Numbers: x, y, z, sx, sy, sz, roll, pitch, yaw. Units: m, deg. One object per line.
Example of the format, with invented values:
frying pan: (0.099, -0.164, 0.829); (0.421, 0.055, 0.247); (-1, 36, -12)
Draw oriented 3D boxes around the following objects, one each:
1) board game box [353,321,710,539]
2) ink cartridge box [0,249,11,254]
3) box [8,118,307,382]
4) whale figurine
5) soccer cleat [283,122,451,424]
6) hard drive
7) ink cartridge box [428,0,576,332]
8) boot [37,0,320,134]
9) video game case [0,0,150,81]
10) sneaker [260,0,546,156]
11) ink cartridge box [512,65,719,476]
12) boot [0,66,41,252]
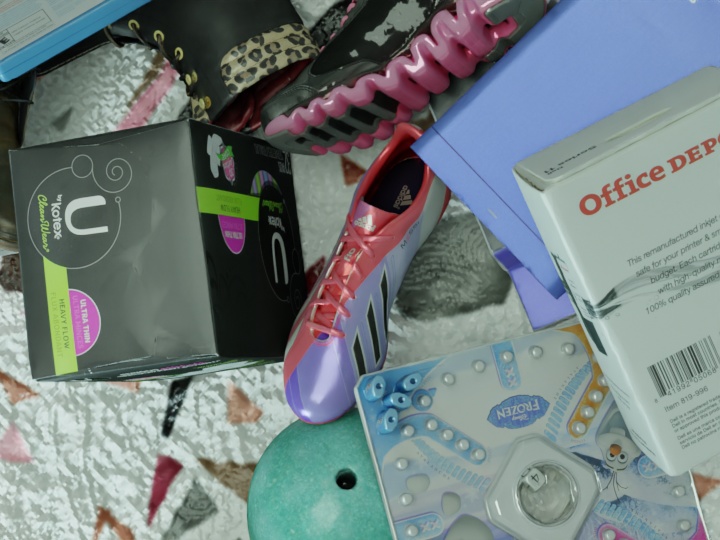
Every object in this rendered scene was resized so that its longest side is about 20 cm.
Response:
board game box: (0.115, 0.138, 1.524); (0.200, 0.026, 0.200); (-13, 83, -17)
ink cartridge box: (-0.317, -0.078, 1.659); (0.200, 0.095, 0.037); (39, 108, 13)
box: (-0.122, -0.008, 1.556); (0.124, 0.200, 0.149); (-9, 86, 15)
whale figurine: (0.027, 0.155, 1.552); (0.200, 0.104, 0.159); (12, 67, 6)
soccer cleat: (0.000, 0.000, 1.554); (0.067, 0.076, 0.200); (19, 69, 22)
hard drive: (0.148, -0.098, 1.519); (0.200, 0.025, 0.132); (-44, 88, 6)
ink cartridge box: (0.156, -0.089, 1.564); (0.198, 0.043, 0.200); (-25, 83, 13)
boot: (-0.128, -0.150, 1.623); (0.200, 0.073, 0.151); (-31, 70, 6)
video game case: (-0.208, -0.211, 1.605); (0.143, 0.018, 0.200); (-31, 45, -8)
sneaker: (0.017, -0.149, 1.557); (0.200, 0.079, 0.096); (-31, 66, 10)
ink cartridge box: (0.198, -0.003, 1.472); (0.146, 0.083, 0.200); (-26, 106, -5)
boot: (-0.246, -0.101, 1.594); (0.200, 0.075, 0.097); (52, 125, 39)
